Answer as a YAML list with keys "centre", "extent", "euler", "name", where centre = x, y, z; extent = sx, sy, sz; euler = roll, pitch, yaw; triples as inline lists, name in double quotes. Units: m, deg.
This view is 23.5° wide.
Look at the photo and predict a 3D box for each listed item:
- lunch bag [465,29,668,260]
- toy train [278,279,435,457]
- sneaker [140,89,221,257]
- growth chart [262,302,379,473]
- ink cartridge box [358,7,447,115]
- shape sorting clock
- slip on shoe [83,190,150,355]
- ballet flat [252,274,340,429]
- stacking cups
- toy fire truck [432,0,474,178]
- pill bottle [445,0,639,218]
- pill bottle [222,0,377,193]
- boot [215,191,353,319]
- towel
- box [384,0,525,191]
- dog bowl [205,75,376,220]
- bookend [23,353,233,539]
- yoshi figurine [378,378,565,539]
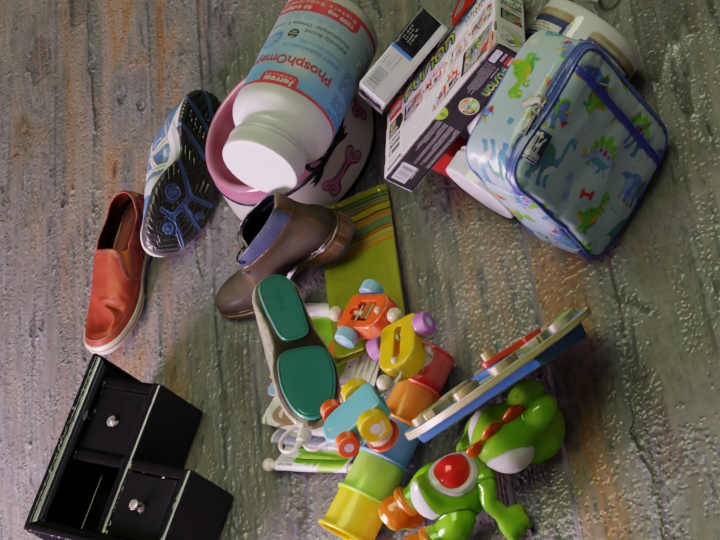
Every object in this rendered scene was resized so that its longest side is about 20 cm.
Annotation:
- centre: [0.194, -0.116, 1.595]
  extent: [0.082, 0.200, 0.161]
  euler: [25, 79, 42]
  name: "lunch bag"
- centre: [0.007, 0.101, 1.643]
  extent: [0.150, 0.056, 0.201]
  euler: [-7, 49, 48]
  name: "toy train"
- centre: [-0.208, -0.105, 1.983]
  extent: [0.077, 0.075, 0.201]
  euler: [-17, 52, 55]
  name: "sneaker"
- centre: [-0.039, 0.117, 1.751]
  extent: [0.144, 0.018, 0.201]
  euler: [-8, 58, 32]
  name: "growth chart"
- centre: [0.041, -0.212, 1.786]
  extent: [0.039, 0.200, 0.100]
  euler: [39, 90, 0]
  name: "ink cartridge box"
- centre: [0.121, 0.090, 1.550]
  extent: [0.199, 0.200, 0.039]
  euler: [-35, 83, 14]
  name: "shape sorting clock"
- centre: [-0.279, 0.000, 1.968]
  extent: [0.074, 0.061, 0.201]
  euler: [-2, 65, 33]
  name: "slip on shoe"
- centre: [-0.063, 0.091, 1.738]
  extent: [0.067, 0.063, 0.201]
  euler: [-8, 49, -11]
  name: "ballet flat"
- centre: [0.033, 0.165, 1.646]
  extent: [0.060, 0.060, 0.201]
  euler: [18, 73, 41]
  name: "stacking cups"
- centre: [0.112, -0.205, 1.797]
  extent: [0.141, 0.049, 0.201]
  euler: [-51, 25, 35]
  name: "toy fire truck"
- centre: [0.173, -0.155, 1.694]
  extent: [0.111, 0.111, 0.200]
  euler: [33, 86, 43]
  name: "pill bottle"
- centre: [-0.064, -0.181, 1.777]
  extent: [0.108, 0.109, 0.201]
  euler: [0, 52, 36]
  name: "pill bottle"
- centre: [-0.108, -0.020, 1.811]
  extent: [0.200, 0.097, 0.075]
  euler: [-35, 44, 33]
  name: "boot"
- centre: [0.000, 0.000, 1.779]
  extent: [0.086, 0.018, 0.201]
  euler: [-25, 47, 20]
  name: "towel"
- centre: [0.091, -0.182, 1.700]
  extent: [0.200, 0.035, 0.110]
  euler: [-49, 25, 38]
  name: "box"
- centre: [-0.084, -0.144, 1.902]
  extent: [0.199, 0.074, 0.201]
  euler: [-18, 55, 28]
  name: "dog bowl"
- centre: [-0.215, 0.204, 1.776]
  extent: [0.199, 0.092, 0.200]
  euler: [6, 68, 37]
  name: "bookend"
- centre: [0.116, 0.181, 1.568]
  extent: [0.200, 0.112, 0.112]
  euler: [-48, 8, 20]
  name: "yoshi figurine"
